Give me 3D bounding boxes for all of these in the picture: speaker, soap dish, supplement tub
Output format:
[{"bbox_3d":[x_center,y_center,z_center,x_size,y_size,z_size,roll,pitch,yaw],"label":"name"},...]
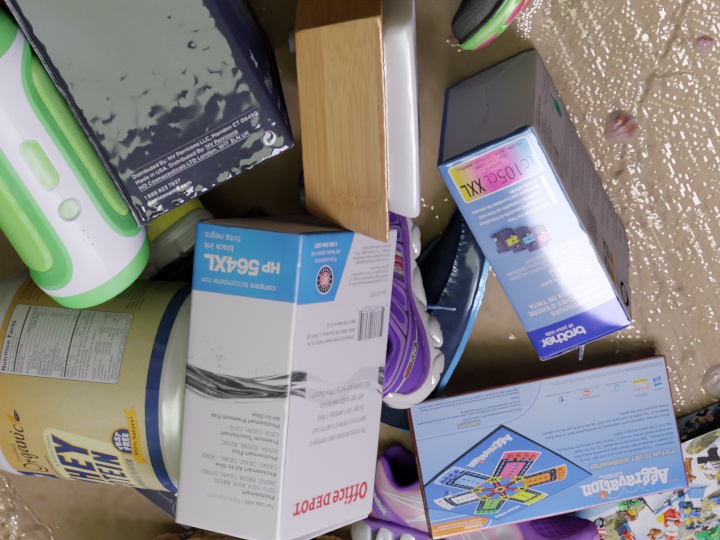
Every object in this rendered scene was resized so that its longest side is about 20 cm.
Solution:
[{"bbox_3d":[-0.212,-0.071,1.384,0.088,0.088,0.200,-20,124,14],"label":"speaker"},{"bbox_3d":[-0.002,-0.132,1.435,0.081,0.200,0.157,-2,118,1],"label":"soap dish"},{"bbox_3d":[-0.184,0.074,1.483,0.200,0.144,0.145,5,119,17],"label":"supplement tub"}]

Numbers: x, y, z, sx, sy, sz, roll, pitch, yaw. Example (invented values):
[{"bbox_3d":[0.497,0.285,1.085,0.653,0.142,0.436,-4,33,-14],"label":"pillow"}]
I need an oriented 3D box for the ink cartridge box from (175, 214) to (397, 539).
[{"bbox_3d":[-0.048,0.068,1.419,0.084,0.146,0.200,8,95,24],"label":"ink cartridge box"}]

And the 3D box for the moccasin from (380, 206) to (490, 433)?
[{"bbox_3d":[0.043,0.038,1.592,0.068,0.080,0.200,15,117,-9],"label":"moccasin"}]

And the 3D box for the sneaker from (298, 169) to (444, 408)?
[{"bbox_3d":[0.000,0.000,1.527,0.081,0.200,0.083,-32,155,26],"label":"sneaker"}]

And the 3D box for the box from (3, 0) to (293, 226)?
[{"bbox_3d":[-0.143,-0.169,1.419,0.123,0.200,0.198,-28,114,5],"label":"box"}]

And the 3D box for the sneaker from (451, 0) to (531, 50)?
[{"bbox_3d":[0.096,-0.245,1.452,0.084,0.077,0.200,22,116,12],"label":"sneaker"}]

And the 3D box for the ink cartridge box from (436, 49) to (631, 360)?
[{"bbox_3d":[0.131,-0.034,1.516,0.076,0.136,0.200,-23,114,17],"label":"ink cartridge box"}]

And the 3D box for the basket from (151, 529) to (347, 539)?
[{"bbox_3d":[-0.080,0.296,1.701,0.200,0.143,0.149,2,113,9],"label":"basket"}]

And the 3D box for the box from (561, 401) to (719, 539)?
[{"bbox_3d":[0.254,0.186,1.681,0.200,0.038,0.137,-25,113,16],"label":"box"}]

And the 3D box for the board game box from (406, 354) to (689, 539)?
[{"bbox_3d":[0.139,0.131,1.608,0.200,0.019,0.103,-10,88,-10],"label":"board game box"}]

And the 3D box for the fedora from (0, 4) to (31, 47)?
[{"bbox_3d":[-0.265,-0.130,1.506,0.092,0.201,0.201,-44,112,-15],"label":"fedora"}]

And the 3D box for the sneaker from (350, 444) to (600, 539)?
[{"bbox_3d":[0.086,0.181,1.652,0.200,0.080,0.089,8,105,24],"label":"sneaker"}]

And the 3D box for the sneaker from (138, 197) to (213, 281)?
[{"bbox_3d":[-0.188,-0.013,1.595,0.200,0.078,0.090,-32,82,27],"label":"sneaker"}]

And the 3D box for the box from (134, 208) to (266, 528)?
[{"bbox_3d":[-0.103,0.073,1.607,0.122,0.106,0.200,40,114,-14],"label":"box"}]
